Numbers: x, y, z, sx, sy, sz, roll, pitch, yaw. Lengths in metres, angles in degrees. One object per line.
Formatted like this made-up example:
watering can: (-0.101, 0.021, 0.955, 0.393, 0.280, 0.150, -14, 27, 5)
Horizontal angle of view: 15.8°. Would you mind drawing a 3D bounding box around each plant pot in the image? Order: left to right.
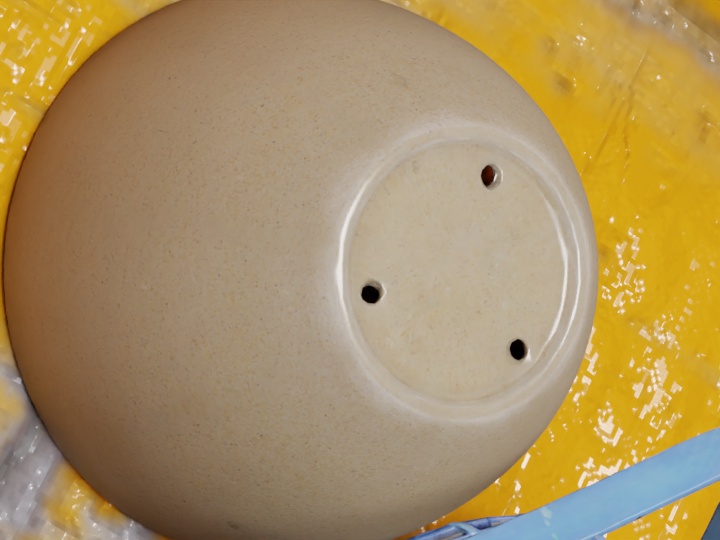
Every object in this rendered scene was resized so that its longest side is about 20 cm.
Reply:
plant pot: (0.000, 0.000, 0.851, 0.200, 0.134, 0.201, 0, 90, -28)

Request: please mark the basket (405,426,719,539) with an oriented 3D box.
basket: (0.043, 0.139, 0.837, 0.176, 0.139, 0.200, -18, 140, -24)
